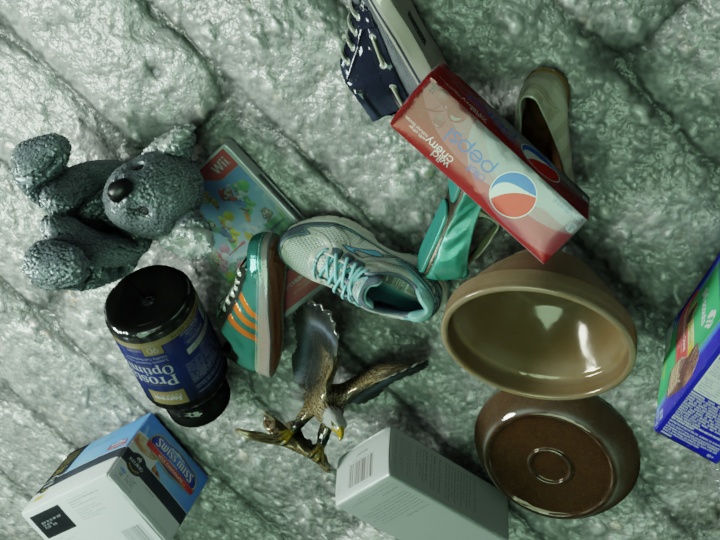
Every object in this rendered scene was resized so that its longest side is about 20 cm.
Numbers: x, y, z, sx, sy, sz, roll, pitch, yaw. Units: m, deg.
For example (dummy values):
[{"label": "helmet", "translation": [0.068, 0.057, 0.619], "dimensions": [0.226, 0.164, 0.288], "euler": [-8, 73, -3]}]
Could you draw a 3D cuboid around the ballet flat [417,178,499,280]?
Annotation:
[{"label": "ballet flat", "translation": [0.116, -0.072, 1.236], "dimensions": [0.069, 0.068, 0.202], "euler": [8, 128, -11]}]

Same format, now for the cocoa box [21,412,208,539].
[{"label": "cocoa box", "translation": [-0.335, 0.309, 1.634], "dimensions": [0.199, 0.132, 0.134], "euler": [-27, 108, 35]}]

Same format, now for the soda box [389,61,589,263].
[{"label": "soda box", "translation": [0.124, -0.102, 1.125], "dimensions": [0.200, 0.070, 0.063], "euler": [41, 115, -5]}]

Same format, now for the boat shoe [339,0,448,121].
[{"label": "boat shoe", "translation": [0.007, -0.236, 1.157], "dimensions": [0.092, 0.075, 0.201], "euler": [-21, 112, 25]}]

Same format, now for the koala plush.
[{"label": "koala plush", "translation": [-0.256, -0.075, 1.334], "dimensions": [0.198, 0.183, 0.179], "euler": [-19, 74, 21]}]

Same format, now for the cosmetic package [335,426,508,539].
[{"label": "cosmetic package", "translation": [0.076, 0.275, 1.430], "dimensions": [0.199, 0.075, 0.101], "euler": [33, 131, -28]}]

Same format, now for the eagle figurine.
[{"label": "eagle figurine", "translation": [-0.028, 0.138, 1.394], "dimensions": [0.151, 0.151, 0.201], "euler": [41, 111, 32]}]

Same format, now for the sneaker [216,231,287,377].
[{"label": "sneaker", "translation": [-0.132, 0.038, 1.381], "dimensions": [0.079, 0.072, 0.202], "euler": [13, 128, 10]}]

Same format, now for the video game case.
[{"label": "video game case", "translation": [-0.126, -0.040, 1.384], "dimensions": [0.200, 0.017, 0.143], "euler": [47, 128, -10]}]

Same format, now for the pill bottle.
[{"label": "pill bottle", "translation": [-0.226, 0.098, 1.443], "dimensions": [0.110, 0.113, 0.201], "euler": [4, 139, 21]}]

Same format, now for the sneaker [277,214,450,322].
[{"label": "sneaker", "translation": [0.000, 0.000, 1.301], "dimensions": [0.198, 0.086, 0.078], "euler": [18, 113, 6]}]

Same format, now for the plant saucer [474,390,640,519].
[{"label": "plant saucer", "translation": [0.224, 0.219, 1.390], "dimensions": [0.198, 0.035, 0.202], "euler": [11, 124, 16]}]

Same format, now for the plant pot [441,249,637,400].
[{"label": "plant pot", "translation": [0.188, 0.042, 1.233], "dimensions": [0.198, 0.093, 0.202], "euler": [11, 145, 7]}]

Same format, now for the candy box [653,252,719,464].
[{"label": "candy box", "translation": [0.362, 0.052, 1.131], "dimensions": [0.076, 0.170, 0.201], "euler": [26, 128, 1]}]

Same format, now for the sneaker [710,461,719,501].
[{"label": "sneaker", "translation": [0.436, 0.210, 1.273], "dimensions": [0.111, 0.078, 0.201], "euler": [-7, 129, 23]}]

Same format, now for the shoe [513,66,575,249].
[{"label": "shoe", "translation": [0.178, -0.099, 1.186], "dimensions": [0.069, 0.053, 0.202], "euler": [5, 123, 21]}]
